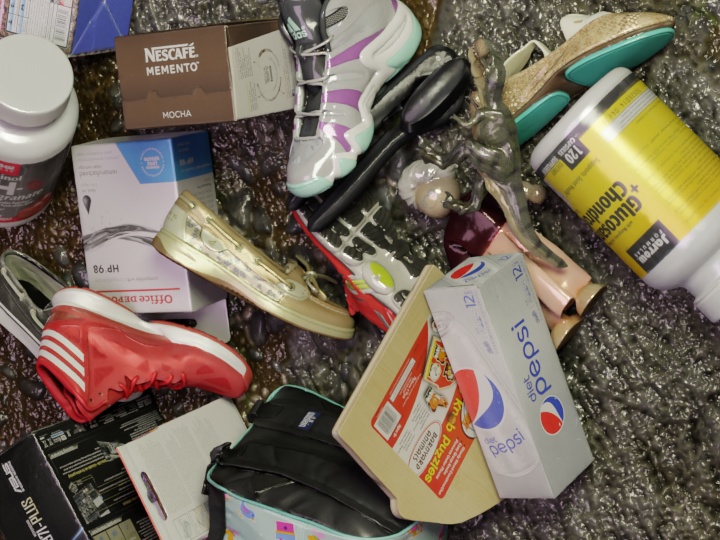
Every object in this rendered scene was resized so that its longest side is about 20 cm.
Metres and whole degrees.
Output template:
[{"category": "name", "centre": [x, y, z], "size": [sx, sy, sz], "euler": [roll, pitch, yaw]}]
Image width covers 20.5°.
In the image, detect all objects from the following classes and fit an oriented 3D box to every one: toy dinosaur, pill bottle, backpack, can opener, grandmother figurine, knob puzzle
[{"category": "toy dinosaur", "centre": [0.100, -0.085, 1.638], "size": [0.087, 0.047, 0.202], "euler": [-12, 104, 23]}, {"category": "pill bottle", "centre": [-0.318, -0.130, 1.820], "size": [0.111, 0.110, 0.200], "euler": [50, 151, 10]}, {"category": "backpack", "centre": [-0.019, 0.211, 1.747], "size": [0.198, 0.176, 0.155], "euler": [10, 121, 24]}, {"category": "pill bottle", "centre": [0.240, -0.057, 1.592], "size": [0.200, 0.112, 0.112], "euler": [45, 116, 5]}, {"category": "can opener", "centre": [0.013, -0.116, 1.698], "size": [0.200, 0.079, 0.064], "euler": [-42, 72, 5]}, {"category": "grandmother figurine", "centre": [0.116, -0.028, 1.698], "size": [0.200, 0.060, 0.122], "euler": [39, 105, 13]}, {"category": "knob puzzle", "centre": [0.070, 0.125, 1.689], "size": [0.030, 0.218, 0.222], "euler": [-2, 99, 47]}]

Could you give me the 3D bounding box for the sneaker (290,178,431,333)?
[{"category": "sneaker", "centre": [0.000, 0.000, 1.751], "size": [0.200, 0.077, 0.085], "euler": [49, 143, 12]}]

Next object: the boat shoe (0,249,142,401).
[{"category": "boat shoe", "centre": [-0.281, 0.052, 1.895], "size": [0.199, 0.070, 0.064], "euler": [34, 125, 24]}]

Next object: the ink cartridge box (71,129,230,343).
[{"category": "ink cartridge box", "centre": [-0.193, -0.024, 1.848], "size": [0.115, 0.067, 0.202], "euler": [-3, 99, 28]}]

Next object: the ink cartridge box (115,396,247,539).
[{"category": "ink cartridge box", "centre": [-0.159, 0.190, 1.795], "size": [0.050, 0.200, 0.110], "euler": [-29, 86, 28]}]

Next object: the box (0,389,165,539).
[{"category": "box", "centre": [-0.239, 0.216, 1.842], "size": [0.086, 0.200, 0.165], "euler": [-32, 85, 26]}]

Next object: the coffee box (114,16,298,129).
[{"category": "coffee box", "centre": [-0.108, -0.173, 1.702], "size": [0.112, 0.200, 0.081], "euler": [-2, 99, 26]}]

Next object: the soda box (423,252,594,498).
[{"category": "soda box", "centre": [0.126, 0.090, 1.675], "size": [0.063, 0.068, 0.202], "euler": [-5, 113, 44]}]

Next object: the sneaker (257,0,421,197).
[{"category": "sneaker", "centre": [-0.041, -0.172, 1.648], "size": [0.077, 0.201, 0.140], "euler": [-5, 141, 46]}]

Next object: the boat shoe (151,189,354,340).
[{"category": "boat shoe", "centre": [-0.087, 0.000, 1.774], "size": [0.199, 0.073, 0.063], "euler": [28, 89, -10]}]

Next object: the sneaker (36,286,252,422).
[{"category": "sneaker", "centre": [-0.204, 0.103, 1.819], "size": [0.198, 0.116, 0.078], "euler": [20, 150, -6]}]

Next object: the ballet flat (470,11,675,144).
[{"category": "ballet flat", "centre": [0.166, -0.172, 1.642], "size": [0.199, 0.070, 0.066], "euler": [-32, 65, 24]}]

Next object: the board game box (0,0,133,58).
[{"category": "board game box", "centre": [-0.312, -0.300, 1.840], "size": [0.198, 0.097, 0.161], "euler": [18, 107, 23]}]
